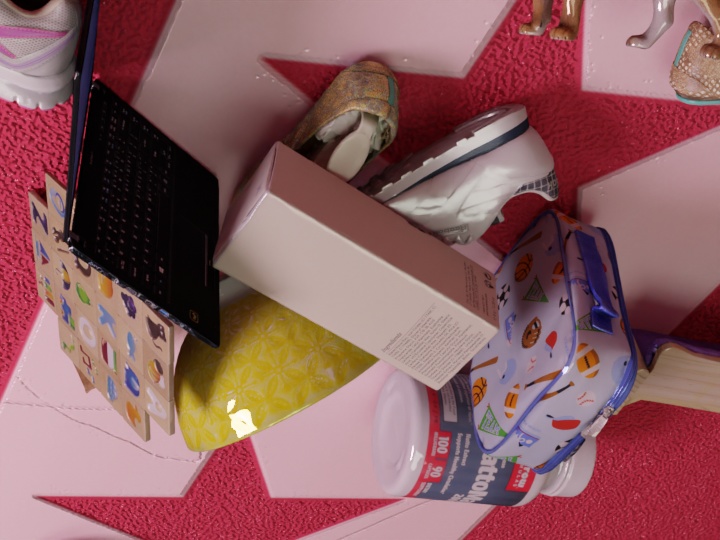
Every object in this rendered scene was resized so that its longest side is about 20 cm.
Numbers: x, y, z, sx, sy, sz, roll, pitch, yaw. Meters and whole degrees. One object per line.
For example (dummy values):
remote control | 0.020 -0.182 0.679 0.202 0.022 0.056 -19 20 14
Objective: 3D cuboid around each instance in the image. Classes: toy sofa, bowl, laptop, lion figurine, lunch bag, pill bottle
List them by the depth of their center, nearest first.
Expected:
laptop | -0.130 -0.084 0.643 0.103 0.179 0.200 -33 129 22
lion figurine | 0.171 -0.209 0.647 0.197 0.072 0.124 2 106 -21
bowl | -0.076 0.047 0.804 0.198 0.200 0.109 -25 96 15
lunch bag | 0.155 0.056 0.808 0.075 0.202 0.161 21 128 -16
toy sofa | 0.326 0.089 0.949 0.197 0.083 0.098 11 130 -18
pill bottle | 0.120 0.164 0.963 0.197 0.121 0.120 9 132 -17

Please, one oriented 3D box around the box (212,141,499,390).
box | 0.000 0.000 0.716 0.199 0.069 0.082 32 123 -19

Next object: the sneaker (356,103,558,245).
sneaker | 0.052 -0.048 0.760 0.198 0.077 0.081 -26 107 15

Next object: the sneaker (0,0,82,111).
sneaker | -0.259 -0.176 0.609 0.198 0.082 0.089 14 129 -32

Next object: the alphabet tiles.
alphabet tiles | -0.194 0.028 0.739 0.006 0.199 0.168 -23 135 -36

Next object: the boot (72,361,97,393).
boot | -0.170 0.036 0.792 0.073 0.076 0.199 5 150 -43

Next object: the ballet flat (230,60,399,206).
ballet flat | -0.038 -0.069 0.750 0.070 0.071 0.200 24 126 -29

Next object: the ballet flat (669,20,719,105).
ballet flat | 0.324 -0.162 0.724 0.197 0.071 0.066 -7 120 -7
